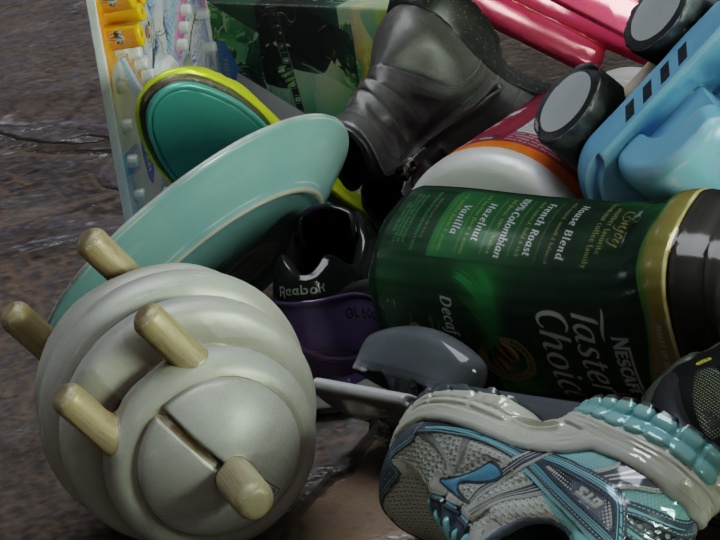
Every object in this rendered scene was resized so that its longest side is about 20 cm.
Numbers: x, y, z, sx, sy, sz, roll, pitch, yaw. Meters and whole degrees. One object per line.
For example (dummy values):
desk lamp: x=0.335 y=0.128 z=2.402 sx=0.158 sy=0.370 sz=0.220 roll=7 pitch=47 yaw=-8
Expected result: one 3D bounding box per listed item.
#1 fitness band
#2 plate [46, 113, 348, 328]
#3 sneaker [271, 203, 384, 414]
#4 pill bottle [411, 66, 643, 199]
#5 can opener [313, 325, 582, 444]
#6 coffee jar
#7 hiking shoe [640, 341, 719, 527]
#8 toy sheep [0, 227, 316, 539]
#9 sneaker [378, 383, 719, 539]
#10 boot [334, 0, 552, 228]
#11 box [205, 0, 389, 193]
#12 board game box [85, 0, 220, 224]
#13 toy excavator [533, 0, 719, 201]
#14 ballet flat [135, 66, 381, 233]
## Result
fitness band: x=0.113 y=-0.151 z=1.603 sx=0.199 sy=0.038 sz=0.144 roll=24 pitch=-6 yaw=-13
plate: x=-0.079 y=-0.004 z=1.484 sx=0.200 sy=0.026 sz=0.200 roll=-37 pitch=-17 yaw=-13
sneaker: x=0.000 y=0.000 z=1.496 sx=0.075 sy=0.088 sz=0.200 roll=-6 pitch=17 yaw=12
pill bottle: x=0.110 y=-0.039 z=1.528 sx=0.109 sy=0.110 sz=0.200 roll=1 pitch=19 yaw=29
can opener: x=0.056 y=0.057 z=1.290 sx=0.053 sy=0.067 sz=0.200 roll=34 pitch=-18 yaw=-36
coffee jar: x=0.110 y=0.014 z=1.363 sx=0.199 sy=0.105 sz=0.085 roll=1 pitch=38 yaw=31
hiking shoe: x=0.193 y=0.039 z=1.222 sx=0.200 sy=0.076 sz=0.101 roll=-29 pitch=-14 yaw=-49
toy sheep: x=-0.083 y=0.059 z=1.276 sx=0.137 sy=0.139 sz=0.200 roll=-13 pitch=29 yaw=-13
sneaker: x=0.059 y=0.099 z=1.161 sx=0.200 sy=0.078 sz=0.086 roll=-10 pitch=41 yaw=57
boot: x=0.060 y=-0.058 z=1.623 sx=0.070 sy=0.200 sz=0.132 roll=-13 pitch=46 yaw=51
box: x=-0.029 y=-0.094 z=1.724 sx=0.199 sy=0.145 sz=0.036 roll=5 pitch=21 yaw=41
board game box: x=-0.100 y=-0.088 z=1.641 sx=0.026 sy=0.201 sz=0.200 roll=-5 pitch=17 yaw=15
toy excavator: x=0.195 y=-0.068 z=1.356 sx=0.195 sy=0.100 sz=0.200 roll=-47 pitch=28 yaw=14
ballet flat: x=-0.059 y=-0.059 z=1.581 sx=0.067 sy=0.200 sz=0.067 roll=-40 pitch=39 yaw=14
